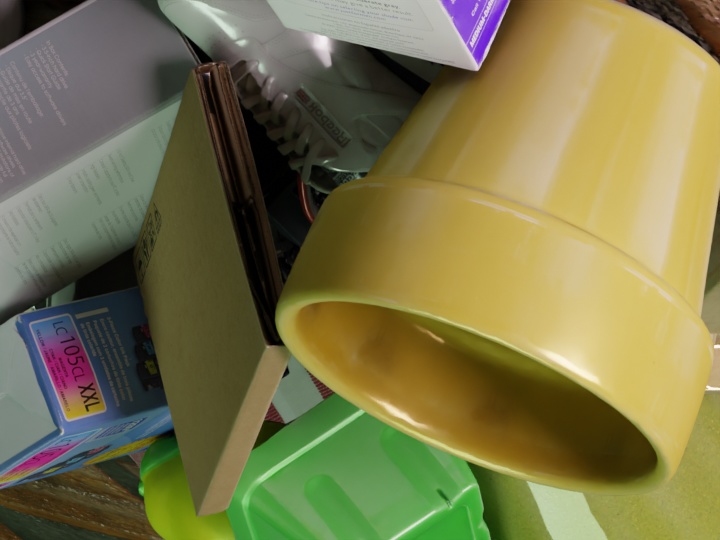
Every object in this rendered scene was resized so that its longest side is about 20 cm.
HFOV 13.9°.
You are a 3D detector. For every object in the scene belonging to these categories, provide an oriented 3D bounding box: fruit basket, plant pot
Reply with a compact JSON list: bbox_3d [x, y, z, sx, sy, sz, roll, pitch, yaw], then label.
[{"bbox_3d":[-0.023,0.139,1.681,0.216,0.155,0.216,51,163,22],"label":"fruit basket"},{"bbox_3d":[0.119,0.063,1.649,0.187,0.187,0.200,6,140,43],"label":"plant pot"},{"bbox_3d":[0.086,-0.021,1.388,0.200,0.190,0.201,21,162,7],"label":"plant pot"}]

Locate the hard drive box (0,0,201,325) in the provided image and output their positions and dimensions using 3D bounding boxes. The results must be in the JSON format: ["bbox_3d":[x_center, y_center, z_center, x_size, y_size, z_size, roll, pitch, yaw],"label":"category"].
[{"bbox_3d":[-0.171,-0.054,1.581,0.077,0.199,0.156,59,175,19],"label":"hard drive box"}]

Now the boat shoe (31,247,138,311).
[{"bbox_3d":[-0.178,-0.018,1.787,0.063,0.201,0.071,9,-160,35],"label":"boat shoe"}]

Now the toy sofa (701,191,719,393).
[{"bbox_3d":[0.207,-0.005,1.485,0.082,0.098,0.200,1,164,-9],"label":"toy sofa"}]

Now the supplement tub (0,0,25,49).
[{"bbox_3d":[-0.257,-0.114,1.659,0.122,0.123,0.200,25,162,-5],"label":"supplement tub"}]

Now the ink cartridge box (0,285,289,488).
[{"bbox_3d":[-0.138,0.061,1.691,0.199,0.077,0.136,-15,170,-42],"label":"ink cartridge box"}]

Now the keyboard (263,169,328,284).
[{"bbox_3d":[0.015,0.004,1.687,0.200,0.104,0.040,42,-172,-44],"label":"keyboard"}]

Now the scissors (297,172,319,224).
[{"bbox_3d":[0.000,0.000,1.652,0.073,0.014,0.201,-6,126,-10],"label":"scissors"}]

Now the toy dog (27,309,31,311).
[{"bbox_3d":[-0.138,0.006,1.893,0.096,0.132,0.200,-35,144,21],"label":"toy dog"}]

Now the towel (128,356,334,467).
[{"bbox_3d":[-0.067,0.063,1.881,0.144,0.199,0.023,62,-177,-62],"label":"towel"}]

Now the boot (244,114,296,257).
[{"bbox_3d":[-0.011,-0.014,1.740,0.173,0.070,0.200,14,148,-17],"label":"boot"}]

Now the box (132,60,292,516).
[{"bbox_3d":[-0.078,0.014,1.528,0.021,0.164,0.200,-7,153,-18],"label":"box"}]

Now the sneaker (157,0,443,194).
[{"bbox_3d":[-0.023,-0.090,1.506,0.199,0.081,0.076,31,163,-10],"label":"sneaker"}]

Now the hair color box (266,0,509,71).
[{"bbox_3d":[-0.012,-0.171,1.295,0.109,0.065,0.200,15,162,27],"label":"hair color box"}]
